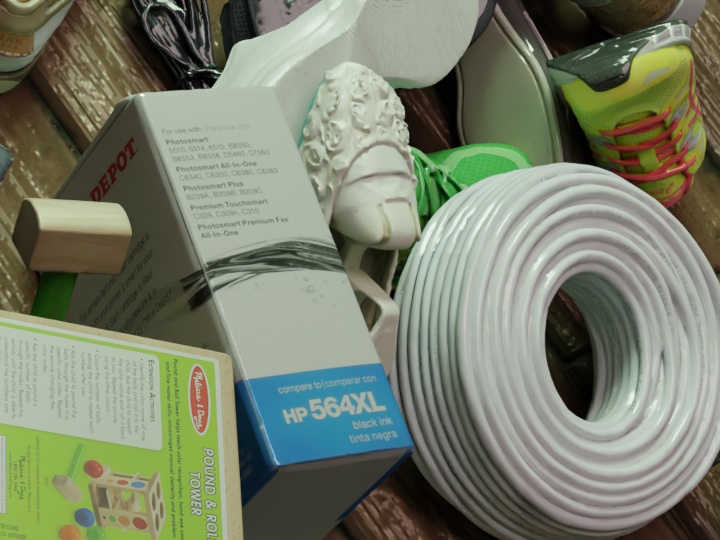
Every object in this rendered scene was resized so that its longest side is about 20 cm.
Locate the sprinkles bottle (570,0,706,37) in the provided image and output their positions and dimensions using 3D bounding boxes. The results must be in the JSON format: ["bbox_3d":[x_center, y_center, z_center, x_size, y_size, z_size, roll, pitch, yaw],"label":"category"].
[{"bbox_3d":[0.124,-0.188,1.655,0.200,0.068,0.068,27,43,-52],"label":"sprinkles bottle"}]

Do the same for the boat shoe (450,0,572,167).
[{"bbox_3d":[0.079,-0.119,1.638,0.057,0.067,0.200,1,62,-54],"label":"boat shoe"}]

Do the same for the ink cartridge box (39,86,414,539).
[{"bbox_3d":[-0.071,0.032,1.393,0.084,0.146,0.200,-6,65,-33],"label":"ink cartridge box"}]

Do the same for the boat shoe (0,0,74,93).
[{"bbox_3d":[-0.160,-0.182,1.529,0.075,0.068,0.200,26,50,-15],"label":"boat shoe"}]

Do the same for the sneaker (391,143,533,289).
[{"bbox_3d":[0.018,-0.031,1.528,0.200,0.084,0.074,-13,71,-33],"label":"sneaker"}]

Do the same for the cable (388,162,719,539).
[{"bbox_3d":[0.106,0.046,1.512,0.200,0.069,0.200,49,55,-23],"label":"cable"}]

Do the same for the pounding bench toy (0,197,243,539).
[{"bbox_3d":[-0.144,0.085,1.307,0.124,0.156,0.200,11,56,-25],"label":"pounding bench toy"}]

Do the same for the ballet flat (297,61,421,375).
[{"bbox_3d":[0.000,0.000,1.446,0.072,0.072,0.200,6,99,-29],"label":"ballet flat"}]

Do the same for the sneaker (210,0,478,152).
[{"bbox_3d":[-0.022,-0.113,1.518,0.200,0.088,0.075,-38,118,-40],"label":"sneaker"}]

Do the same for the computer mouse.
[{"bbox_3d":[-0.020,-0.131,1.587,0.200,0.053,0.139,-22,76,-19],"label":"computer mouse"}]

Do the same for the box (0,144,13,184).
[{"bbox_3d":[-0.266,0.037,1.235,0.124,0.197,0.200,30,50,-12],"label":"box"}]

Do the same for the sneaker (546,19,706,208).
[{"bbox_3d":[0.158,-0.080,1.607,0.200,0.078,0.091,18,57,-75],"label":"sneaker"}]
